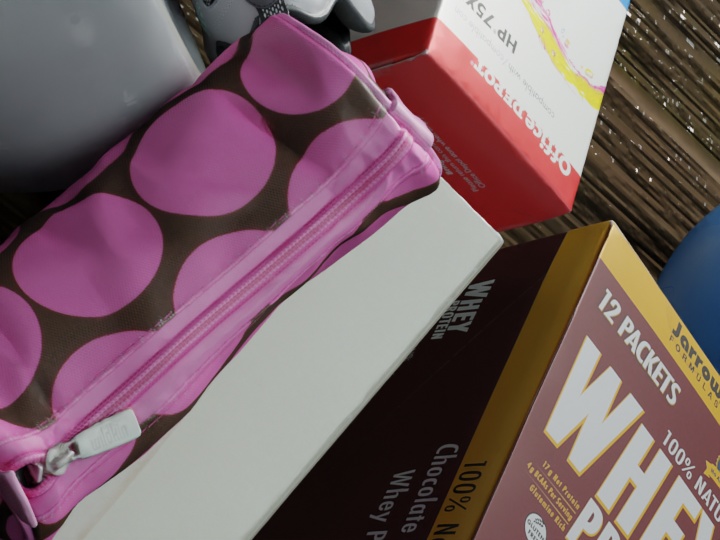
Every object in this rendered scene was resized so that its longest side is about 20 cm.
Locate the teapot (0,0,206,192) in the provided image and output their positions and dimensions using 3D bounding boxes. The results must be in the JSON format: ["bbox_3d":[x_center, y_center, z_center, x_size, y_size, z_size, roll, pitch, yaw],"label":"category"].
[{"bbox_3d":[-0.147,-0.101,1.024,0.197,0.146,0.201,61,5,-73],"label":"teapot"}]

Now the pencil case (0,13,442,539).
[{"bbox_3d":[-0.061,0.004,0.949,0.200,0.094,0.091,-45,110,-19],"label":"pencil case"}]

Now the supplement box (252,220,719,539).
[{"bbox_3d":[0.020,0.112,1.111,0.133,0.199,0.198,52,43,-26],"label":"supplement box"}]

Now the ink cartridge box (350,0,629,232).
[{"bbox_3d":[0.051,-0.098,1.324,0.116,0.067,0.201,44,48,-34],"label":"ink cartridge box"}]

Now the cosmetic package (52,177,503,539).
[{"bbox_3d":[-0.056,0.037,1.049,0.087,0.103,0.200,45,70,-10],"label":"cosmetic package"}]

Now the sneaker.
[{"bbox_3d":[-0.038,-0.113,1.136,0.200,0.077,0.140,-53,121,-81],"label":"sneaker"}]

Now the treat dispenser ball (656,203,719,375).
[{"bbox_3d":[0.229,0.049,1.391,0.200,0.200,0.202,20,64,-47],"label":"treat dispenser ball"}]
